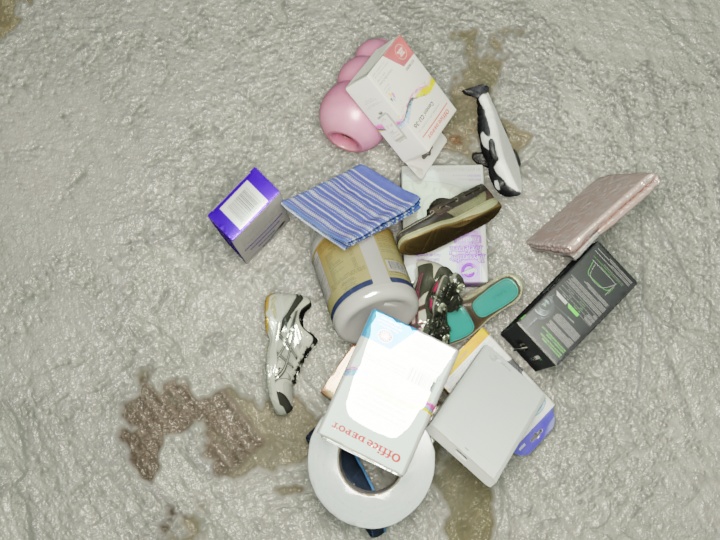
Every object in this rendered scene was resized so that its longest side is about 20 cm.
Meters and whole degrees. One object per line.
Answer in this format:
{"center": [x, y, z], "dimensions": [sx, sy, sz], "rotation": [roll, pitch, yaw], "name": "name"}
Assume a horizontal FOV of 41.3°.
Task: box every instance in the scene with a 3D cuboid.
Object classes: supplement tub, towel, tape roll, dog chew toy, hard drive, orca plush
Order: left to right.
{"center": [-0.010, -0.108, 1.521], "dimensions": [0.144, 0.024, 0.199], "rotation": [34, 41, 26], "name": "towel"}
{"center": [0.000, 0.000, 1.541], "dimensions": [0.142, 0.145, 0.203], "rotation": [-18, 56, -3], "name": "supplement tub"}
{"center": [0.007, -0.307, 1.633], "dimensions": [0.122, 0.125, 0.203], "rotation": [20, 73, 3], "name": "dog chew toy"}
{"center": [0.017, 0.291, 1.473], "dimensions": [0.195, 0.066, 0.205], "rotation": [0, 83, 2], "name": "tape roll"}
{"center": [0.213, -0.214, 1.640], "dimensions": [0.070, 0.105, 0.203], "rotation": [-23, 92, 30], "name": "orca plush"}
{"center": [0.200, 0.223, 1.496], "dimensions": [0.131, 0.026, 0.200], "rotation": [40, 48, 3], "name": "hard drive"}
{"center": [0.377, -0.092, 1.559], "dimensions": [0.190, 0.200, 0.032], "rotation": [-41, 100, -4], "name": "towel"}

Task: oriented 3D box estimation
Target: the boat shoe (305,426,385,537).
{"center": [-0.027, 0.345, 1.547], "dimensions": [0.068, 0.085, 0.202], "rotation": [-22, 67, -21], "name": "boat shoe"}

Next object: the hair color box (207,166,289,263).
{"center": [-0.178, -0.086, 1.549], "dimensions": [0.065, 0.200, 0.109], "rotation": [43, 83, 8], "name": "hair color box"}

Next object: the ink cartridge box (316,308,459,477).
{"center": [0.041, 0.182, 1.411], "dimensions": [0.142, 0.085, 0.203], "rotation": [25, 83, 5], "name": "ink cartridge box"}

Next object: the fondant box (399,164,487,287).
{"center": [0.141, -0.074, 1.623], "dimensions": [0.141, 0.058, 0.205], "rotation": [-1, 82, -1], "name": "fondant box"}

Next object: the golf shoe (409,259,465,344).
{"center": [0.105, 0.082, 1.564], "dimensions": [0.088, 0.076, 0.203], "rotation": [35, 114, 39], "name": "golf shoe"}

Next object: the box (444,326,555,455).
{"center": [0.229, 0.209, 1.588], "dimensions": [0.119, 0.041, 0.200], "rotation": [-42, 86, -7], "name": "box"}

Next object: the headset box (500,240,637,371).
{"center": [0.327, 0.068, 1.543], "dimensions": [0.200, 0.174, 0.093], "rotation": [-44, 84, -6], "name": "headset box"}

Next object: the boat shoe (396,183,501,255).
{"center": [0.136, -0.085, 1.557], "dimensions": [0.197, 0.074, 0.065], "rotation": [-21, 65, -25], "name": "boat shoe"}

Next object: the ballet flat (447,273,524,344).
{"center": [0.189, 0.067, 1.596], "dimensions": [0.198, 0.062, 0.068], "rotation": [-28, 90, 18], "name": "ballet flat"}

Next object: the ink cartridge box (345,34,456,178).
{"center": [0.081, -0.265, 1.567], "dimensions": [0.201, 0.067, 0.117], "rotation": [49, 54, -19], "name": "ink cartridge box"}

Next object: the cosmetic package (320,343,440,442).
{"center": [0.041, 0.218, 1.558], "dimensions": [0.198, 0.087, 0.104], "rotation": [34, 82, 5], "name": "cosmetic package"}

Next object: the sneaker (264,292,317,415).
{"center": [-0.113, 0.136, 1.577], "dimensions": [0.086, 0.076, 0.205], "rotation": [-2, 81, -1], "name": "sneaker"}
